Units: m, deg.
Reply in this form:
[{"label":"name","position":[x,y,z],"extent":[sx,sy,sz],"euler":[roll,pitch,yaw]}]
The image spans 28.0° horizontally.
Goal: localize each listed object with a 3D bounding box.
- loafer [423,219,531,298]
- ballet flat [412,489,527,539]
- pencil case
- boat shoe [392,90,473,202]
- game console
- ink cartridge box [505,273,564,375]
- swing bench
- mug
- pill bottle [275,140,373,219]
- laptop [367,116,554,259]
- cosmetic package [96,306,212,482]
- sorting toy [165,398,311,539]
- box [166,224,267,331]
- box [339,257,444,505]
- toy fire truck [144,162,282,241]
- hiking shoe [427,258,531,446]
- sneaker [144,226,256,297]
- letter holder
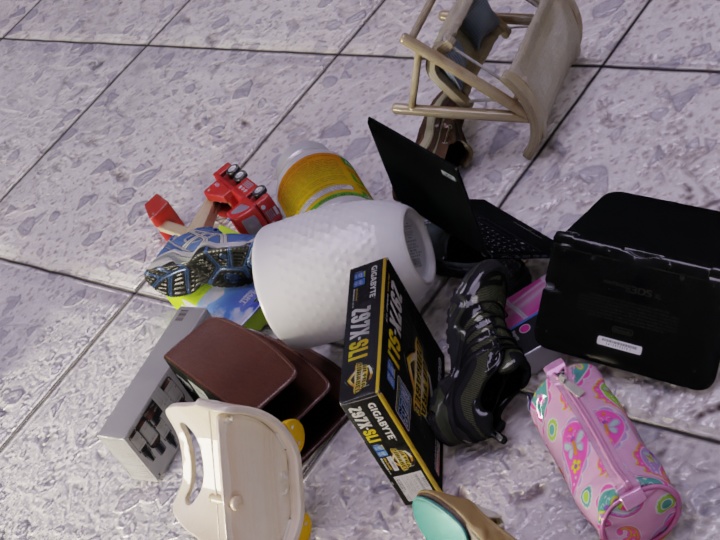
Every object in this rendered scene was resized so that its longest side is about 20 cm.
[{"label":"loafer","position":[0.119,-0.025,1.655],"extent":[0.068,0.071,0.200],"euler":[-40,36,-15]},{"label":"ballet flat","position":[0.122,0.260,1.338],"extent":[0.062,0.070,0.200],"euler":[-15,30,-26]},{"label":"pencil case","position":[0.222,0.168,1.335],"extent":[0.087,0.088,0.201],"euler":[-29,36,4]},{"label":"boat shoe","position":[0.109,-0.151,1.830],"extent":[0.074,0.075,0.204],"euler":[14,52,19]},{"label":"game console","position":[0.300,0.015,1.466],"extent":[0.198,0.116,0.179],"euler":[14,93,35]},{"label":"ink cartridge box","position":[0.240,0.026,1.535],"extent":[0.198,0.037,0.095],"euler":[-31,35,0]},{"label":"swing bench","position":[0.166,-0.276,1.805],"extent":[0.197,0.131,0.200],"euler":[19,53,10]},{"label":"mug","position":[0.000,0.000,1.634],"extent":[0.173,0.199,0.150],"euler":[-17,75,23]},{"label":"pill bottle","position":[-0.045,-0.084,1.819],"extent":[0.110,0.112,0.201],"euler":[-32,35,1]},{"label":"laptop","position":[0.121,-0.090,1.584],"extent":[0.198,0.105,0.177],"euler":[-1,23,-34]},{"label":"cosmetic package","position":[-0.226,0.145,1.716],"extent":[0.050,0.083,0.201],"euler":[2,48,36]},{"label":"sorting toy","position":[-0.147,0.215,1.510],"extent":[0.106,0.203,0.179],"euler":[-12,14,-41]},{"label":"box","position":[-0.157,0.019,1.841],"extent":[0.122,0.048,0.199],"euler":[-46,37,-17]},{"label":"box","position":[0.036,0.111,1.482],"extent":[0.049,0.161,0.201],"euler":[-19,36,19]},{"label":"toy fire truck","position":[-0.205,-0.080,1.995],"extent":[0.141,0.049,0.200],"euler":[-40,36,-9]},{"label":"hiking shoe","position":[0.139,0.085,1.484],"extent":[0.100,0.075,0.203],"euler":[-2,68,39]},{"label":"sneaker","position":[-0.184,-0.025,1.805],"extent":[0.198,0.076,0.078],"euler":[-7,47,32]},{"label":"letter holder","position":[-0.105,0.119,1.638],"extent":[0.142,0.101,0.199],"euler":[-42,36,-16]}]
